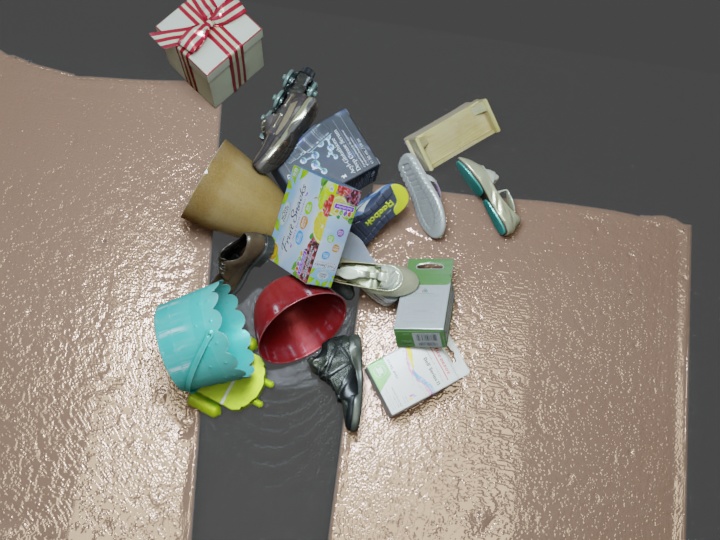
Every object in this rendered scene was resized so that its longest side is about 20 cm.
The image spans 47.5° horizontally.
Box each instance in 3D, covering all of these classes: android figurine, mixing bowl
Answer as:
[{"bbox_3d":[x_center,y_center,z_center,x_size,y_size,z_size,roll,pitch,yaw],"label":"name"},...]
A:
[{"bbox_3d":[-0.276,0.210,1.673,0.199,0.041,0.183,25,74,5],"label":"android figurine"},{"bbox_3d":[-0.140,0.082,1.654,0.200,0.200,0.109,-30,58,-11],"label":"mixing bowl"}]

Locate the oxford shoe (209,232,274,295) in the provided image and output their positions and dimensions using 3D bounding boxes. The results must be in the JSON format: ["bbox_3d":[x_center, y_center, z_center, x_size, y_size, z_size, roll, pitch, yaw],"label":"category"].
[{"bbox_3d":[-0.267,-0.011,1.674,0.200,0.084,0.073,-49,45,24],"label":"oxford shoe"}]

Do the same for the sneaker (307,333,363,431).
[{"bbox_3d":[-0.050,0.231,1.668,0.114,0.076,0.201,-3,73,-3],"label":"sneaker"}]

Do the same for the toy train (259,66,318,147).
[{"bbox_3d":[-0.156,-0.348,1.788,0.085,0.114,0.201,26,77,-3],"label":"toy train"}]

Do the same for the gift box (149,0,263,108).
[{"bbox_3d":[-0.337,-0.497,1.778,0.200,0.187,0.185,39,76,5],"label":"gift box"}]

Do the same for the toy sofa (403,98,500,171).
[{"bbox_3d":[0.201,-0.301,1.826,0.199,0.098,0.083,-31,104,-11],"label":"toy sofa"}]

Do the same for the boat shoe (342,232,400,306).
[{"bbox_3d":[0.000,0.000,1.731,0.073,0.065,0.200,-38,85,-28],"label":"boat shoe"}]

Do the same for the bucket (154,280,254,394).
[{"bbox_3d":[-0.299,0.131,1.577,0.134,0.207,0.208,-18,77,4],"label":"bucket"}]

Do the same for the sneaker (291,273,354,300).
[{"bbox_3d":[-0.096,0.001,1.732,0.200,0.076,0.091,42,89,11],"label":"sneaker"}]

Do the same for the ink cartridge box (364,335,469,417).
[{"bbox_3d":[0.123,0.205,1.687,0.199,0.067,0.117,-27,78,-10],"label":"ink cartridge box"}]

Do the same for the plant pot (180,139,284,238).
[{"bbox_3d":[-0.243,-0.141,1.712,0.199,0.186,0.187,31,75,-11],"label":"plant pot"}]

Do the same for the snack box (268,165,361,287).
[{"bbox_3d":[-0.096,-0.089,1.613,0.067,0.168,0.201,12,102,-39],"label":"snack box"}]

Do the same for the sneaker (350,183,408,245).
[{"bbox_3d":[0.017,-0.116,1.767,0.200,0.082,0.074,-36,108,6],"label":"sneaker"}]

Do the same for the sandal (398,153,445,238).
[{"bbox_3d":[0.148,-0.169,1.788,0.050,0.082,0.203,-14,76,-33],"label":"sandal"}]

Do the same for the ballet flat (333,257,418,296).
[{"bbox_3d":[0.022,0.013,1.656,0.199,0.069,0.070,7,75,-1],"label":"ballet flat"}]

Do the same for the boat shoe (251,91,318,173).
[{"bbox_3d":[-0.167,-0.286,1.689,0.073,0.075,0.200,31,71,13],"label":"boat shoe"}]

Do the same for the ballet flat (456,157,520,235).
[{"bbox_3d":[0.285,-0.172,1.784,0.069,0.069,0.201,-33,94,-11],"label":"ballet flat"}]

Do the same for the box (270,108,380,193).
[{"bbox_3d":[-0.081,-0.227,1.766,0.199,0.107,0.149,-30,80,-10],"label":"box"}]

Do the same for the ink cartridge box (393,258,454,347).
[{"bbox_3d":[0.137,0.066,1.698,0.103,0.059,0.201,-1,46,16],"label":"ink cartridge box"}]
